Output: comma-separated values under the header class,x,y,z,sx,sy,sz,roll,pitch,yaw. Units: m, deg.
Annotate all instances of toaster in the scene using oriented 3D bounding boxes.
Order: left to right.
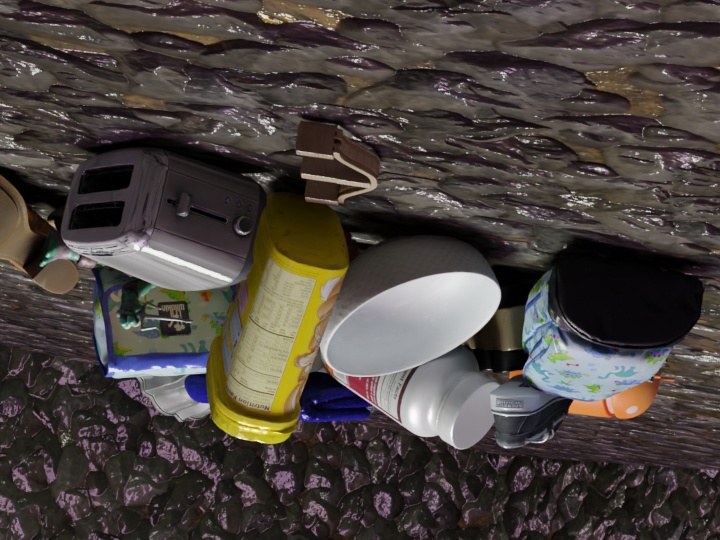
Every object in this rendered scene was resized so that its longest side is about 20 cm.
class,x,y,z,sx,sy,sz,roll,pitch,yaw
toaster,-0.192,-0.050,1.529,0.129,0.114,0.199,22,167,-36

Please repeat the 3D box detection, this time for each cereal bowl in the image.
class,x,y,z,sx,sy,sz,roll,pitch,yaw
cereal bowl,0.041,0.025,1.690,0.199,0.084,0.200,-18,151,-10

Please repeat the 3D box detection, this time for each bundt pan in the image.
class,x,y,z,sx,sy,sz,roll,pitch,yaw
bundt pan,-0.211,0.094,2.142,0.075,0.203,0.201,-13,158,36

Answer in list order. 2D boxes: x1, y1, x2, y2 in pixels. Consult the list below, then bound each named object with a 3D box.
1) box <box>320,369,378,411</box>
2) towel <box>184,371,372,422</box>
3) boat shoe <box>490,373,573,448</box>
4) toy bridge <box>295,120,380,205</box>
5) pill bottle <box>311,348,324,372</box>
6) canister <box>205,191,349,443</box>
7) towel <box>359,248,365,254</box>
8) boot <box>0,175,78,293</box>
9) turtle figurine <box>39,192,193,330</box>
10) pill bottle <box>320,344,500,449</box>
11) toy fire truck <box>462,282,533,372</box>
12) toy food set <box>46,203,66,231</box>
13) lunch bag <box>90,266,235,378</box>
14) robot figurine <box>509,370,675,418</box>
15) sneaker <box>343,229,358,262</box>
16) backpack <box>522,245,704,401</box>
class,x,y,z,sx,sy,sz,roll,pitch,yaw
box,-0.044,0.109,2.229,0.199,0.133,0.115,12,166,-19
towel,-0.093,0.150,1.936,0.199,0.050,0.147,6,-172,39
boat shoe,0.194,0.155,1.791,0.071,0.068,0.200,3,-173,22
toy bridge,-0.017,-0.087,1.388,0.067,0.027,0.200,8,170,2
pill bottle,-0.091,0.064,1.967,0.113,0.115,0.200,12,-179,-16
canister,-0.081,0.043,1.570,0.086,0.201,0.149,12,-152,-16
towel,0.000,0.000,1.846,0.199,0.037,0.148,8,172,1
boot,-0.399,-0.063,1.777,0.200,0.074,0.155,53,173,-35
turtle figurine,-0.229,-0.013,1.722,0.199,0.150,0.101,24,180,-18
pill bottle,0.059,0.115,1.826,0.200,0.113,0.113,32,-175,34
toy fire truck,0.224,0.070,1.860,0.199,0.130,0.176,-9,180,-14
toy food set,-0.261,-0.033,1.866,0.199,0.049,0.198,10,170,-8
lunch bag,-0.232,0.068,1.951,0.169,0.128,0.200,-4,-155,-14
robot figurine,0.290,0.126,2.052,0.199,0.117,0.144,5,131,24
sneaker,-0.100,-0.024,1.690,0.199,0.074,0.087,11,165,-40
backpack,0.238,0.059,1.671,0.162,0.155,0.200,8,177,-13
